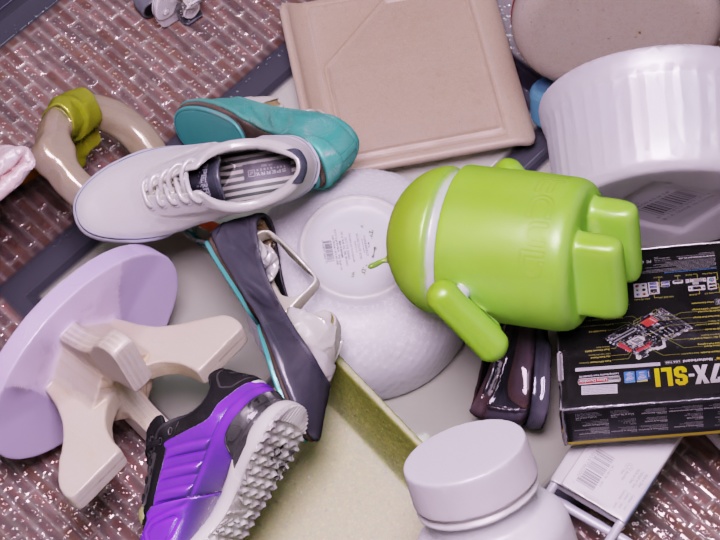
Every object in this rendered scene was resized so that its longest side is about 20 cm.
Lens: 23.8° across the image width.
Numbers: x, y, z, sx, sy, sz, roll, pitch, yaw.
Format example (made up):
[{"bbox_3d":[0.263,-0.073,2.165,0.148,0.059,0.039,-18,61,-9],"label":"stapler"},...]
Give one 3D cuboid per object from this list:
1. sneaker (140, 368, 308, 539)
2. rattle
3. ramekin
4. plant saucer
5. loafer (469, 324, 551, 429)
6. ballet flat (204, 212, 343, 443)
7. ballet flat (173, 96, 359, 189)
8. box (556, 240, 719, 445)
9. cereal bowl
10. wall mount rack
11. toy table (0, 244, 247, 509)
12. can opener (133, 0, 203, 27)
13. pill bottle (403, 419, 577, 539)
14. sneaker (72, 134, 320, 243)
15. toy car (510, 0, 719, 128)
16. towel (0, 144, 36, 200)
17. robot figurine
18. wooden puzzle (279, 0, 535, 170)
[{"bbox_3d":[-0.127,0.160,1.253,0.099,0.070,0.201,34,91,26],"label":"sneaker"},{"bbox_3d":[-0.205,-0.048,1.444,0.199,0.143,0.130,32,24,-24],"label":"rattle"},{"bbox_3d":[0.245,-0.092,1.372,0.199,0.201,0.098,-1,70,1],"label":"ramekin"},{"bbox_3d":[-0.032,0.195,1.299,0.200,0.048,0.200,-41,68,-11],"label":"plant saucer"},{"bbox_3d":[0.120,0.029,1.376,0.063,0.072,0.201,3,65,-2],"label":"loafer"},{"bbox_3d":[-0.056,0.035,1.308,0.073,0.073,0.201,-22,60,-10],"label":"ballet flat"},{"bbox_3d":[-0.073,-0.113,1.438,0.070,0.068,0.199,-34,35,-31],"label":"ballet flat"},{"bbox_3d":[0.247,0.051,1.299,0.199,0.049,0.160,-6,47,8],"label":"box"},{"bbox_3d":[0.000,0.000,1.389,0.199,0.083,0.201,0,63,0],"label":"cereal bowl"},{"bbox_3d":[0.221,0.166,1.307,0.173,0.075,0.200,30,67,20],"label":"wall mount rack"},{"bbox_3d":[-0.186,0.082,1.309,0.117,0.184,0.200,30,78,33],"label":"toy table"},{"bbox_3d":[-0.116,-0.289,1.559,0.199,0.053,0.067,-33,66,-15],"label":"can opener"},{"bbox_3d":[0.101,0.213,1.202,0.114,0.201,0.114,-17,19,6],"label":"pill bottle"},{"bbox_3d":[-0.132,-0.070,1.323,0.199,0.071,0.073,-15,86,5],"label":"sneaker"},{"bbox_3d":[0.223,-0.245,1.491,0.176,0.185,0.200,-1,29,10],"label":"toy car"},{"bbox_3d":[-0.356,-0.033,1.371,0.191,0.200,0.032,-45,111,-17],"label":"towel"},{"bbox_3d":[0.108,-0.018,1.286,0.199,0.116,0.176,7,43,22],"label":"robot figurine"},{"bbox_3d":[0.039,-0.171,1.507,0.199,0.037,0.186,-8,62,-8],"label":"wooden puzzle"}]
